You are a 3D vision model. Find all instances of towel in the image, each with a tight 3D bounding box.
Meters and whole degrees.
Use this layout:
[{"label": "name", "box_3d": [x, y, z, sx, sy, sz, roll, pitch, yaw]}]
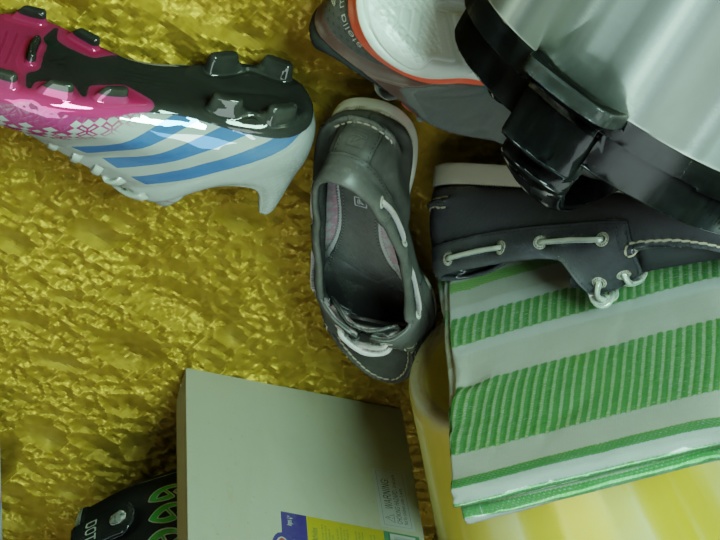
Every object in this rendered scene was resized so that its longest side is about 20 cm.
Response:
[{"label": "towel", "box_3d": [0.112, 0.032, 0.958, 0.152, 0.200, 0.023, -16, 127, 13]}]

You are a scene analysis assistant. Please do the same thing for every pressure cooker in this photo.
[{"label": "pressure cooker", "box_3d": [0.139, -0.111, 0.828, 0.175, 0.179, 0.200, 21, 115, -28]}]

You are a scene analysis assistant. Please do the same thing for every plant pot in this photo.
[{"label": "plant pot", "box_3d": [0.118, 0.112, 1.043, 0.200, 0.201, 0.189, -16, 122, 12]}]

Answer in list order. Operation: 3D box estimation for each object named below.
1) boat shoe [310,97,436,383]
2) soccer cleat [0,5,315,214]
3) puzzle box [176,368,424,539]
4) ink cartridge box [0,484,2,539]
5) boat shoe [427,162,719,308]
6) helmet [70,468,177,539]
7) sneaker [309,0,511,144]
[{"label": "boat shoe", "box_3d": [0.000, 0.000, 1.007, 0.067, 0.057, 0.201, 12, 139, 16]}, {"label": "soccer cleat", "box_3d": [-0.122, -0.069, 0.945, 0.199, 0.070, 0.087, 10, 131, -11]}, {"label": "puzzle box", "box_3d": [-0.033, 0.130, 1.044, 0.132, 0.200, 0.026, 13, 120, -12]}, {"label": "ink cartridge box", "box_3d": [-0.285, 0.155, 1.135, 0.145, 0.088, 0.201, 3, 134, -6]}, {"label": "boat shoe", "box_3d": [0.121, -0.012, 0.954, 0.199, 0.063, 0.073, 9, 176, 32]}, {"label": "helmet", "box_3d": [-0.065, 0.206, 1.125, 0.190, 0.201, 0.201, -3, 133, -2]}, {"label": "sneaker", "box_3d": [0.062, -0.098, 0.942, 0.199, 0.077, 0.082, 26, 158, -30]}]
